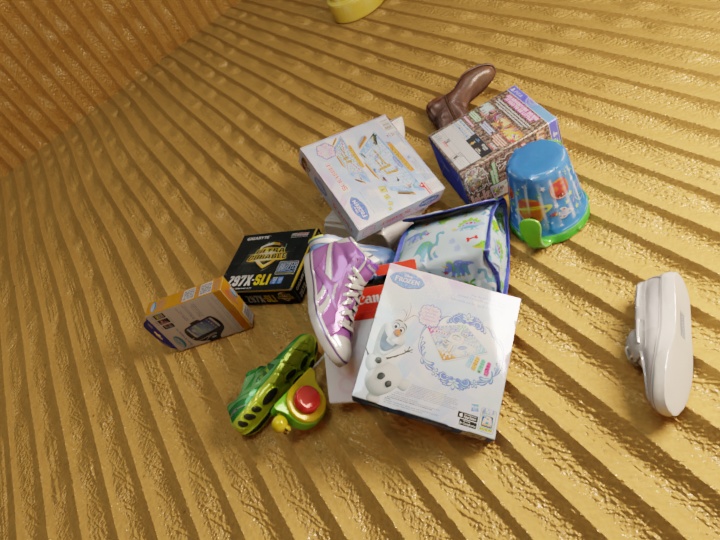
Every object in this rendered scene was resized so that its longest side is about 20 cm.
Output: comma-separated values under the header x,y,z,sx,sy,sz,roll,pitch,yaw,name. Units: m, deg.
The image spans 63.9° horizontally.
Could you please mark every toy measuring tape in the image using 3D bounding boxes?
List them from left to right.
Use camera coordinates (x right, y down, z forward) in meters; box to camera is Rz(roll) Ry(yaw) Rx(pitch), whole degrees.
x,y,z,sx,sy,sz,roll,pitch,yaw,name
-0.067,0.192,0.929,0.072,0.075,0.200,9,38,37,toy measuring tape

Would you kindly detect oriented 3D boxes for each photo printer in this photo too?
x,y,z,sx,sy,sz,roll,pitch,yaw,name
0.043,-0.128,1.138,0.164,0.070,0.201,11,50,38,photo printer

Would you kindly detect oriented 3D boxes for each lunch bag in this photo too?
x,y,z,sx,sy,sz,roll,pitch,yaw,name
0.158,-0.044,0.964,0.167,0.129,0.202,-10,34,27,lunch bag

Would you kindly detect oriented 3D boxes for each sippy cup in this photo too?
x,y,z,sx,sy,sz,roll,pitch,yaw,name
0.299,-0.136,0.949,0.137,0.131,0.179,-25,41,7,sippy cup

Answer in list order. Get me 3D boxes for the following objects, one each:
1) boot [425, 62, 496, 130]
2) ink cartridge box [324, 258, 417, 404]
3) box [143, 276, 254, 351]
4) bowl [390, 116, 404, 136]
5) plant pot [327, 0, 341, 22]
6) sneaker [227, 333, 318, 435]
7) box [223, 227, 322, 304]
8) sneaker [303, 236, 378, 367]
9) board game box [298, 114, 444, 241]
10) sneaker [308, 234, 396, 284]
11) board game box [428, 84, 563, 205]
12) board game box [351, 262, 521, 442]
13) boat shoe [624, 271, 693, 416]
x,y,z,sx,sy,sz,roll,pitch,yaw,name
0.237,-0.342,1.235,0.185,0.064,0.202,-35,36,18,boot
0.019,0.095,0.888,0.159,0.057,0.205,-10,87,24,ink cartridge box
-0.322,0.091,1.129,0.196,0.120,0.042,-17,42,17,box
-0.008,-0.252,1.244,0.199,0.076,0.198,-36,18,-36,bowl
-0.038,-0.958,1.905,0.197,0.190,0.203,-17,44,17,plant pot
-0.152,0.178,0.974,0.083,0.075,0.200,29,69,41,sneaker
-0.184,-0.007,1.192,0.196,0.050,0.162,-3,51,30,box
-0.020,0.037,0.876,0.112,0.073,0.204,-22,61,15,sneaker
0.019,-0.175,1.058,0.197,0.041,0.201,-26,68,-24,board game box
0.000,0.000,1.005,0.196,0.074,0.084,11,67,-11,sneaker
0.254,-0.232,1.094,0.197,0.097,0.161,-29,41,4,board game box
0.108,0.111,0.808,0.196,0.044,0.203,15,69,8,board game box
0.375,0.091,0.738,0.068,0.072,0.203,-20,45,46,boat shoe
